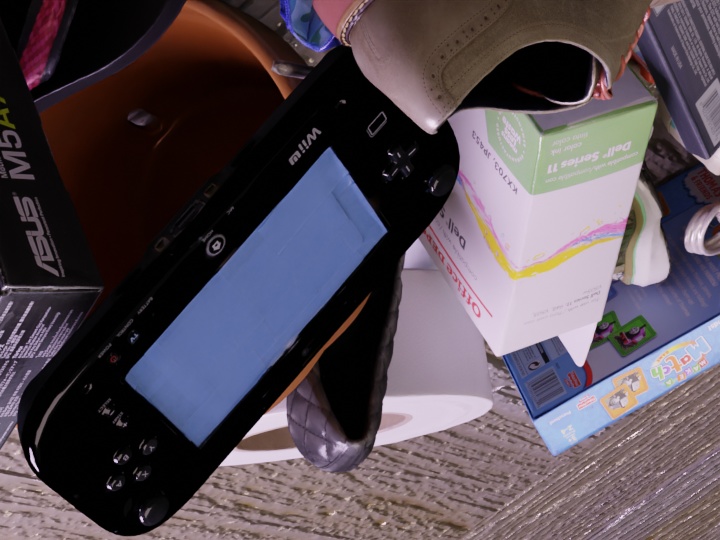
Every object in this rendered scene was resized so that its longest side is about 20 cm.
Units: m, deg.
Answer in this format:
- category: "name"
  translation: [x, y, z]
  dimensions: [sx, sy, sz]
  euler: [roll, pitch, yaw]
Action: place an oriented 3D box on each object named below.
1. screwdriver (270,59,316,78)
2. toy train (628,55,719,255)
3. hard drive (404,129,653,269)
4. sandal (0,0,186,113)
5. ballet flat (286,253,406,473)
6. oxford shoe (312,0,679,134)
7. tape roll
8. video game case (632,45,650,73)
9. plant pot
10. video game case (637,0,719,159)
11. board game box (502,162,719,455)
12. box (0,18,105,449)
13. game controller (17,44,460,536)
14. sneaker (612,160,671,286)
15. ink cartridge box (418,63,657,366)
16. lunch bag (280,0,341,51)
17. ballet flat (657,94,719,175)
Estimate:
- category: "screwdriver"
  translation: [-0.013, -0.075, 0.730]
  dimensions: [0.029, 0.028, 0.200]
  euler: [-29, 178, 17]
- category: "toy train"
  translation: [0.204, -0.108, 1.031]
  dimensions: [0.149, 0.056, 0.201]
  euler: [-31, 137, -8]
- category: "hard drive"
  translation: [0.062, -0.039, 1.070]
  dimensions: [0.198, 0.027, 0.132]
  euler: [-9, 146, -31]
- category: "sandal"
  translation: [-0.139, -0.100, 0.747]
  dimensions: [0.199, 0.076, 0.045]
  euler: [-37, 151, 22]
- category: "ballet flat"
  translation: [0.000, 0.000, 0.913]
  dimensions: [0.066, 0.202, 0.057]
  euler: [9, 165, -25]
- category: "oxford shoe"
  translation: [0.075, -0.090, 0.666]
  dimensions: [0.199, 0.075, 0.071]
  euler: [-19, 161, -35]
- category: "tape roll"
  translation: [-0.027, 0.058, 1.032]
  dimensions: [0.200, 0.072, 0.203]
  euler: [-9, 167, -2]
- category: "video game case"
  translation: [0.195, -0.154, 0.932]
  dimensions: [0.143, 0.017, 0.200]
  euler: [-46, 136, 9]
- category: "plant pot"
  translation: [-0.077, -0.021, 0.826]
  dimensions: [0.200, 0.201, 0.140]
  euler: [-38, 166, 19]
- category: "video game case"
  translation: [0.198, -0.169, 0.862]
  dimensions: [0.200, 0.019, 0.143]
  euler: [-50, 138, -12]
- category: "board game box"
  translation: [0.177, 0.013, 1.129]
  dimensions: [0.199, 0.152, 0.037]
  euler: [-31, 121, 5]
- category: "box"
  translation: [-0.185, -0.008, 0.728]
  dimensions: [0.047, 0.194, 0.200]
  euler: [3, 141, -37]
- category: "game controller"
  translation: [-0.041, 0.007, 0.675]
  dimensions: [0.200, 0.042, 0.104]
  euler: [-49, 154, -8]
- category: "sneaker"
  translation: [0.119, -0.036, 1.028]
  dimensions: [0.088, 0.077, 0.200]
  euler: [-21, 149, 5]
- category: "ink cartridge box"
  translation: [0.077, -0.042, 0.940]
  dimensions: [0.067, 0.118, 0.201]
  euler: [-18, 142, -20]
- category: "lunch bag"
  translation: [0.058, -0.184, 0.695]
  dimensions: [0.169, 0.127, 0.201]
  euler: [-23, 146, -37]
- category: "ballet flat"
  translation: [0.246, -0.108, 0.944]
  dimensions: [0.199, 0.070, 0.070]
  euler: [-28, 153, -10]
